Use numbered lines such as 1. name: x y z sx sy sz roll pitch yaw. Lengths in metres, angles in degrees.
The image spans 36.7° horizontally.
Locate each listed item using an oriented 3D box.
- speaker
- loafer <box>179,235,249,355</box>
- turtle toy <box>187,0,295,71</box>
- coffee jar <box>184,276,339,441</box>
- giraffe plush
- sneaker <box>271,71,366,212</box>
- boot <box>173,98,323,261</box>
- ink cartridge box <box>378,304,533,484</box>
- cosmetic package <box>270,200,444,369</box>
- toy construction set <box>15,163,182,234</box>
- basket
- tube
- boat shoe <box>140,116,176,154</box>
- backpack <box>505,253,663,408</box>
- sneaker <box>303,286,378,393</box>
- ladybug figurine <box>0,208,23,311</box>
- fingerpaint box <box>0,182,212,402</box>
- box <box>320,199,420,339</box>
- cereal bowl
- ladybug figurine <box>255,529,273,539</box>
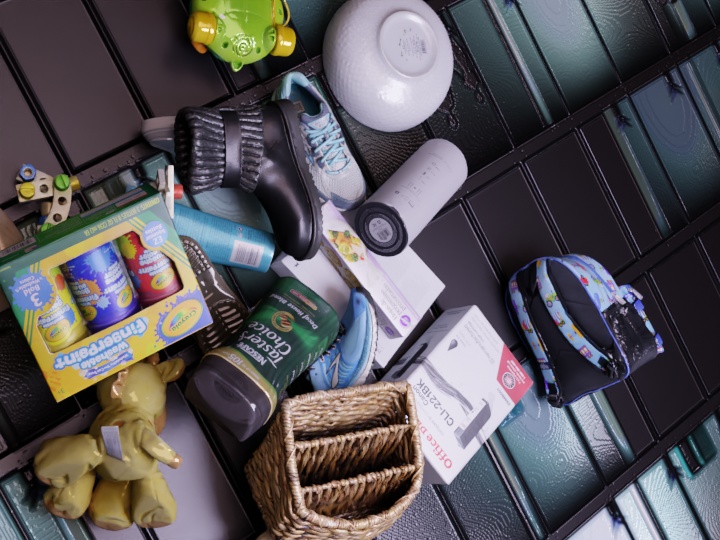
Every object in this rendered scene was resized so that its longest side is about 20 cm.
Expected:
1. speaker: 0.072 -0.101 1.457 0.082 0.081 0.200 53 42 -10
2. loafer: -0.190 0.039 1.349 0.075 0.067 0.203 -28 114 -12
3. turtle toy: -0.163 -0.353 1.405 0.143 0.101 0.204 4 80 -27
4. coffee jar: -0.115 0.103 1.280 0.104 0.086 0.200 36 48 5
5. giraffe plush: -0.275 0.179 1.254 0.170 0.202 0.164 15 42 -11
6. sneaker: -0.057 -0.168 1.413 0.077 0.086 0.202 -29 78 -17
7. boot: -0.141 -0.103 1.332 0.156 0.079 0.215 -16 92 -35
8. ink cartridge box: 0.116 0.169 1.474 0.200 0.083 0.145 -44 103 -24
9. cosmetic package: -0.002 0.008 1.458 0.200 0.051 0.151 47 64 -13
10. toy construction set: -0.308 -0.066 1.291 0.196 0.092 0.134 -4 80 -6
11. basket: -0.015 0.237 1.300 0.197 0.150 0.144 -2 49 -36
12. tube: -0.207 -0.045 1.370 0.197 0.050 0.079 15 79 -19
13. boat shoe: -0.185 -0.147 1.387 0.197 0.072 0.070 10 77 -34
14. backpack: 0.307 0.068 1.540 0.133 0.182 0.202 -25 82 -35
15. sneaker: -0.034 0.115 1.382 0.088 0.079 0.203 16 105 -9
16. ladybug figurine: -0.463 -0.025 1.222 0.199 0.072 0.137 40 68 -16
17. fingerpaint box: -0.289 0.022 1.220 0.198 0.073 0.169 -26 113 -17
18. box: 0.000 0.000 1.411 0.039 0.041 0.201 -42 102 -24
19. cereal bowl: 0.049 -0.302 1.514 0.197 0.083 0.204 5 79 -25
20. ladybug figurine: -0.096 0.384 1.333 0.199 0.072 0.137 -38 98 -26
